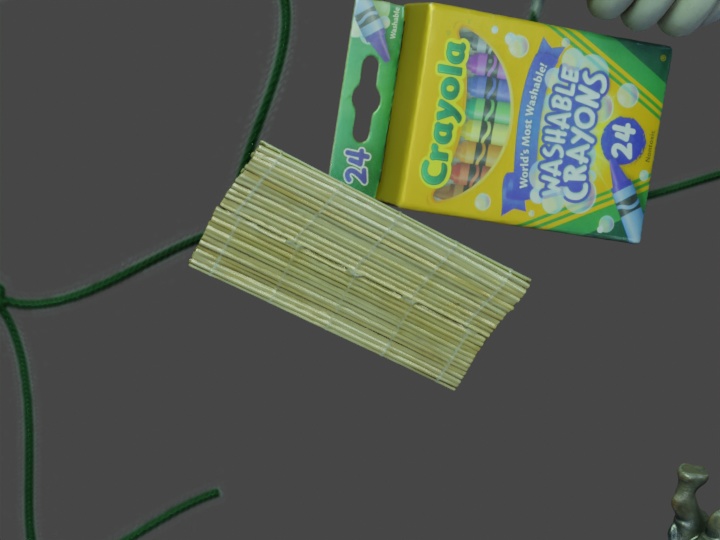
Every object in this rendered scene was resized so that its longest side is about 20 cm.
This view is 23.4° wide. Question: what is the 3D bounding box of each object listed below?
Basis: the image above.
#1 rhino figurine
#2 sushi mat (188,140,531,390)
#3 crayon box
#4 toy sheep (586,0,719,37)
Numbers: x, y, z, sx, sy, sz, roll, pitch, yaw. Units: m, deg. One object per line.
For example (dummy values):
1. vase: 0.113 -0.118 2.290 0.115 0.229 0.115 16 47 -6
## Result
1. rhino figurine: 0.295 0.186 1.180 0.199 0.060 0.088 8 109 -20
2. sushi mat: 0.000 0.000 1.068 0.199 0.012 0.096 26 119 -19
3. crayon box: 0.087 -0.093 1.083 0.199 0.052 0.127 7 95 -18
4. toy sheep: 0.179 -0.211 1.056 0.199 0.138 0.139 25 89 0
